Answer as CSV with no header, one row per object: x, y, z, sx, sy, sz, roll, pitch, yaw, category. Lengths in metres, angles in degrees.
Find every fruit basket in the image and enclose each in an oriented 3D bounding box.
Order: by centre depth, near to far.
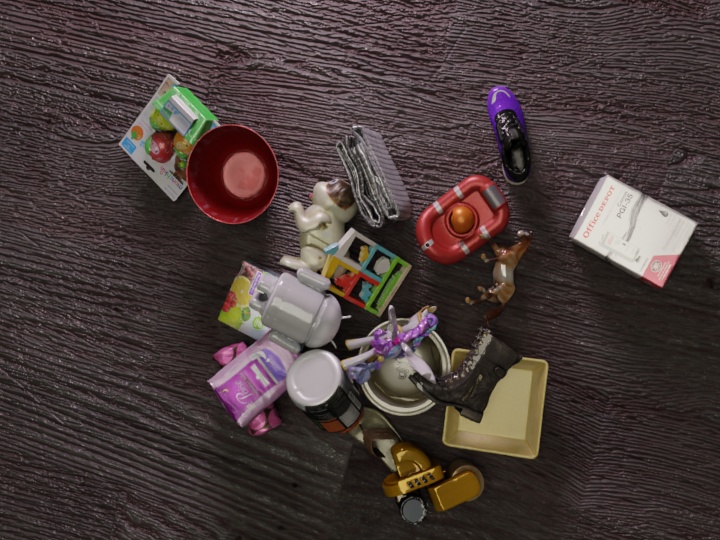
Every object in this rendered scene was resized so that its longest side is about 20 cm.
-0.410,-0.285,1.799,0.185,0.094,0.200,45,101,6,fruit basket

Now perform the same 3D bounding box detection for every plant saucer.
0.277,0.270,1.719,0.196,0.048,0.204,7,94,9,plant saucer

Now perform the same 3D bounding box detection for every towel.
0.024,-0.184,1.691,0.085,0.165,0.203,-26,87,15,towel

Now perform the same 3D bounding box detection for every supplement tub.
-0.064,0.251,1.682,0.120,0.201,0.125,-7,61,13,supplement tub

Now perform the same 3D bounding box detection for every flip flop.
0.045,0.365,1.757,0.081,0.058,0.200,-44,85,8,flip flop

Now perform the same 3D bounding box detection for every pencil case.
-0.243,0.254,1.791,0.090,0.093,0.203,-23,87,-33,pencil case

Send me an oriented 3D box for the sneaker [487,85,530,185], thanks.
0.303,-0.276,1.669,0.068,0.099,0.204,-15,90,8,sneaker

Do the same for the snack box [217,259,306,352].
-0.189,0.083,1.790,0.197,0.053,0.144,26,98,6,snack box

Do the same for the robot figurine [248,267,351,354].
-0.121,0.081,1.659,0.197,0.113,0.172,25,107,-3,robot figurine

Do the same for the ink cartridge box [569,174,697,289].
0.533,-0.076,1.645,0.198,0.083,0.148,29,97,7,ink cartridge box

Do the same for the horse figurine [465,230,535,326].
0.279,0.011,1.690,0.050,0.131,0.204,14,96,51,horse figurine

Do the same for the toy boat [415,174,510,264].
0.202,-0.100,1.678,0.199,0.131,0.131,-36,85,9,toy boat

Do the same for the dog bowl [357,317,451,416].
0.093,0.196,1.736,0.196,0.074,0.205,0,92,9,dog bowl

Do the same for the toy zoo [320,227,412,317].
0.000,0.000,1.710,0.198,0.020,0.132,28,97,-33,toy zoo

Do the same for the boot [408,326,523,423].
0.208,0.191,1.656,0.198,0.069,0.176,27,93,-19,boot

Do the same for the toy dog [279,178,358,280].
-0.068,-0.090,1.724,0.190,0.140,0.204,17,93,4,toy dog

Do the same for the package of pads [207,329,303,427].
-0.204,0.214,1.713,0.199,0.076,0.121,-39,87,-10,package of pads

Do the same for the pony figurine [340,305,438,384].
0.061,0.143,1.613,0.198,0.193,0.168,-28,103,13,pony figurine

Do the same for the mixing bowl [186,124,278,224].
-0.258,-0.201,1.762,0.196,0.108,0.205,1,95,7,mixing bowl

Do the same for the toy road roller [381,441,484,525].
0.138,0.410,1.692,0.197,0.123,0.148,-20,89,-3,toy road roller
